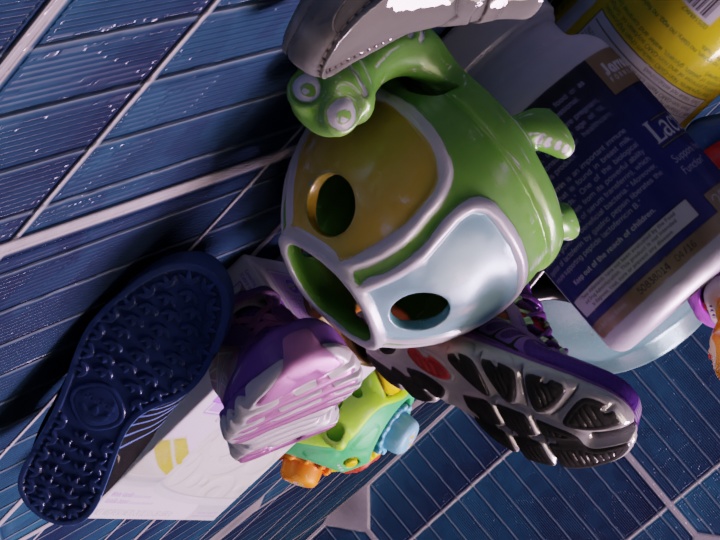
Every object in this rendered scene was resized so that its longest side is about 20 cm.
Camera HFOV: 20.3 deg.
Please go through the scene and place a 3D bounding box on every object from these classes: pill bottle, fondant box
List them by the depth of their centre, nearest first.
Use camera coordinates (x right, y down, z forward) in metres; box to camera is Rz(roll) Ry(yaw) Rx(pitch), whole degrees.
[{"bbox_3d":[0.126,-0.062,1.157,0.116,0.200,0.116,-40,173,-6],"label":"pill bottle"},{"bbox_3d":[0.182,-0.146,1.269,0.200,0.114,0.114,-45,170,29],"label":"pill bottle"},{"bbox_3d":[-0.087,0.081,1.310,0.200,0.058,0.144,-45,153,20],"label":"fondant box"}]

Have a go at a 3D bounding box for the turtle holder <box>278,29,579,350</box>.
[{"bbox_3d":[0.028,-0.039,1.016,0.132,0.141,0.186,-43,168,-17],"label":"turtle holder"}]

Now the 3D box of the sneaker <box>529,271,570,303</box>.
[{"bbox_3d":[0.086,-0.029,1.227,0.089,0.199,0.079,-84,-164,-48],"label":"sneaker"}]

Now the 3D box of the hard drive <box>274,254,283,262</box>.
[{"bbox_3d":[-0.007,-0.016,1.399,0.132,0.025,0.200,-44,171,21],"label":"hard drive"}]

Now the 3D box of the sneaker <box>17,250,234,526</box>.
[{"bbox_3d":[-0.128,0.054,1.125,0.200,0.070,0.078,-51,-172,30],"label":"sneaker"}]

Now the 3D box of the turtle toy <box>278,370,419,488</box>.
[{"bbox_3d":[-0.019,0.088,1.474,0.145,0.102,0.200,-20,-158,5],"label":"turtle toy"}]

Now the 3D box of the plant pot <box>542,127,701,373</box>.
[{"bbox_3d":[0.170,-0.014,1.405,0.200,0.134,0.201,-31,-159,13],"label":"plant pot"}]

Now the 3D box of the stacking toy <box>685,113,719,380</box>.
[{"bbox_3d":[0.240,0.000,1.235,0.109,0.117,0.201,-4,-141,25],"label":"stacking toy"}]

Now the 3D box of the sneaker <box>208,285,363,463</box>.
[{"bbox_3d":[-0.053,0.049,1.126,0.080,0.089,0.200,-18,170,-10],"label":"sneaker"}]

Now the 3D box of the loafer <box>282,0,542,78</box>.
[{"bbox_3d":[0.052,-0.139,0.879,0.200,0.070,0.070,-37,171,-22],"label":"loafer"}]

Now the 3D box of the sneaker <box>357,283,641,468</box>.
[{"bbox_3d":[0.079,0.038,1.086,0.083,0.200,0.081,-43,131,-19],"label":"sneaker"}]

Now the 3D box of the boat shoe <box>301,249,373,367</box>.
[{"bbox_3d":[0.000,0.000,1.178,0.200,0.071,0.068,57,46,-63],"label":"boat shoe"}]
